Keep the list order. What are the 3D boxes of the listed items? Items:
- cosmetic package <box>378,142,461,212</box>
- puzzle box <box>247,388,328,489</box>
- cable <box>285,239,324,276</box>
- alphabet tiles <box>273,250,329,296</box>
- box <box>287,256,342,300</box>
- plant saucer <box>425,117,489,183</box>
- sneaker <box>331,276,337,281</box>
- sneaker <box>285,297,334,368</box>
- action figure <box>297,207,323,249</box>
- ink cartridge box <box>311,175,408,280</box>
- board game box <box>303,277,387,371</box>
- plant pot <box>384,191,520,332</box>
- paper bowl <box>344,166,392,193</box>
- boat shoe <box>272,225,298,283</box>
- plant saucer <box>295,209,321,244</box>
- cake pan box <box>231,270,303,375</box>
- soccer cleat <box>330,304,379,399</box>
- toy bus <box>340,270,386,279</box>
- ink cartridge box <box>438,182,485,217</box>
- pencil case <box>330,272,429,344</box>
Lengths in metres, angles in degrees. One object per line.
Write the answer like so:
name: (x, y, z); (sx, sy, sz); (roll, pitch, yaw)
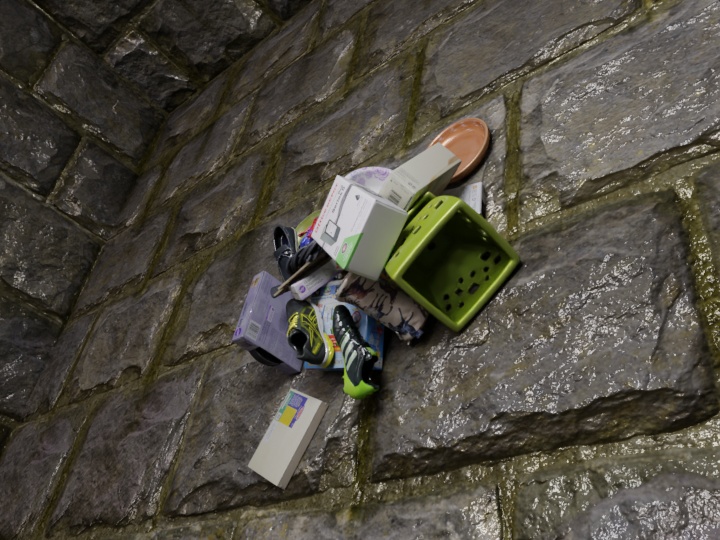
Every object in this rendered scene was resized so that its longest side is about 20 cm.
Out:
cosmetic package: (0.123, -0.186, 1.392); (0.200, 0.071, 0.105); (-38, -16, -43)
puzzle box: (-0.160, 0.366, 1.443); (0.133, 0.025, 0.200); (8, 64, 53)
cable: (-0.093, -0.062, 1.474); (0.163, 0.051, 0.200); (-34, -6, -43)
alphabet tiles: (-0.118, 0.000, 1.528); (0.166, 0.006, 0.200); (-39, -5, 17)
box: (-0.073, -0.003, 1.493); (0.200, 0.039, 0.041); (-36, 17, -23)
plant saucer: (0.233, -0.284, 1.597); (0.200, 0.037, 0.200); (-30, 38, 27)
sneaker: (-0.076, -0.036, 1.678); (0.200, 0.084, 0.121); (-46, 28, 22)
sneaker: (-0.126, 0.126, 1.438); (0.075, 0.084, 0.200); (-54, 45, 19)
action figure: (-0.139, -0.091, 1.791); (0.065, 0.052, 0.200); (9, 63, 58)
ink cartridge box: (-0.008, -0.088, 1.295); (0.146, 0.084, 0.200); (-65, 30, 10)
board game box: (-0.035, 0.121, 1.446); (0.200, 0.056, 0.196); (-9, 72, 45)
plant pot: (0.159, -0.031, 1.302); (0.199, 0.200, 0.181); (-49, 26, 2)
paper bowl: (0.037, -0.146, 1.581); (0.104, 0.200, 0.201); (100, -178, -55)
boat shoe: (-0.196, -0.036, 1.723); (0.075, 0.062, 0.200); (-30, 53, 29)
plant saucer: (-0.136, -0.084, 1.847); (0.200, 0.031, 0.200); (-30, 40, 29)
cake pan box: (-0.202, 0.131, 1.579); (0.052, 0.184, 0.200); (-24, 42, 41)
soccer cleat: (-0.008, 0.159, 1.323); (0.081, 0.067, 0.201); (-24, 67, 30)
toy bus: (0.000, 0.000, 1.573); (0.078, 0.065, 0.200); (-49, 34, 5)
ink cartridge box: (0.182, -0.135, 1.474); (0.199, 0.037, 0.095); (-9, 50, 25)
pencil case: (0.042, 0.068, 1.332); (0.090, 0.200, 0.078); (-61, 7, -10)
